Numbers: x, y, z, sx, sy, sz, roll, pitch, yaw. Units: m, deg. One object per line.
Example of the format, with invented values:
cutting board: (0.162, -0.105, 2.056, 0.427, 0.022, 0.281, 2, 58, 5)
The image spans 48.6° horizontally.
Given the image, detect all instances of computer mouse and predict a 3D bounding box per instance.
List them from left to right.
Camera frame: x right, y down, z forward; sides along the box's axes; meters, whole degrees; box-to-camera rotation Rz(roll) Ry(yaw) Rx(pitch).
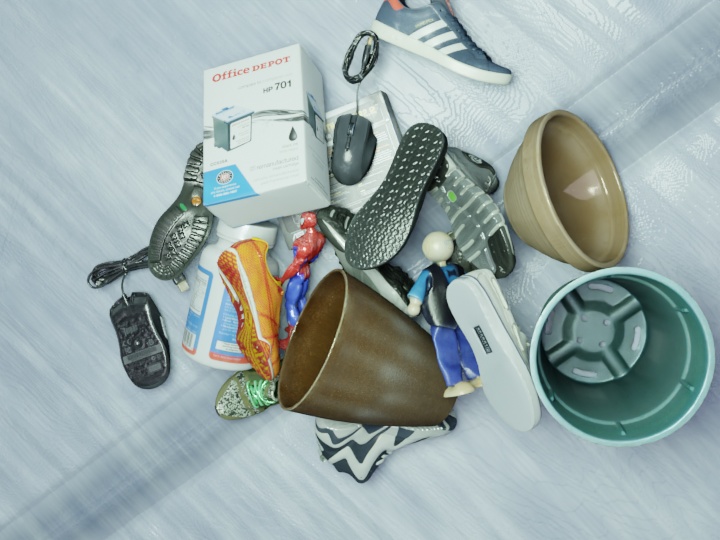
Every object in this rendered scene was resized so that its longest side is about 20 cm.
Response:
computer mouse: (-0.304, 0.064, 1.178, 0.140, 0.046, 0.201, -25, 86, 8)
computer mouse: (-0.006, -0.211, 1.038, 0.058, 0.034, 0.202, 7, 97, 12)

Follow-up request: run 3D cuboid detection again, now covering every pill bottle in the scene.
pill bottle: (-0.175, 0.028, 1.110, 0.111, 0.112, 0.202, 17, 100, 9)

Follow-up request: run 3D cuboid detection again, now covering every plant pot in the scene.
plant pot: (0.023, 0.122, 1.025, 0.199, 0.187, 0.188, 23, 102, -18)
plant pot: (0.243, -0.088, 0.992, 0.092, 0.200, 0.202, -22, 92, 42)
plant pot: (0.299, 0.089, 0.974, 0.198, 0.196, 0.202, 0, 94, 7)

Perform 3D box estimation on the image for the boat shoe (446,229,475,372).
boat shoe: (0.128, 0.045, 1.077, 0.071, 0.060, 0.204, 3, 97, 11)

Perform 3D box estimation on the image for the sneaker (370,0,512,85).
sneaker: (0.114, -0.308, 1.031, 0.199, 0.075, 0.085, 26, 105, 7)

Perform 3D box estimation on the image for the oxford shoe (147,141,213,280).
oxford shoe: (-0.234, -0.077, 1.121, 0.072, 0.084, 0.201, 27, 86, -2)

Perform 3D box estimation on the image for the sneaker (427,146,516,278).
sneaker: (0.158, -0.086, 1.023, 0.075, 0.115, 0.201, -43, 71, 39)

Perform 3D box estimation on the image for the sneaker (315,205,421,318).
sneaker: (0.000, 0.000, 1.068, 0.079, 0.074, 0.201, -27, 115, 26)

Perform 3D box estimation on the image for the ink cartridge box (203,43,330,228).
ink cartridge box: (-0.124, -0.173, 1.033, 0.145, 0.086, 0.202, -11, 69, 17)

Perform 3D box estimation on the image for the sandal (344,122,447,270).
sandal: (0.051, -0.085, 0.993, 0.075, 0.048, 0.201, 31, 92, 24)

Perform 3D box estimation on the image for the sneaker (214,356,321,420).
sneaker: (-0.127, 0.162, 1.127, 0.199, 0.089, 0.077, -26, 91, 13)

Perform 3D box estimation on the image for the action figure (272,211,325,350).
action figure: (-0.086, 0.011, 1.086, 0.051, 0.065, 0.201, 26, 120, 19)

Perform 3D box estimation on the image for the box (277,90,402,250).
box: (-0.032, -0.134, 1.094, 0.199, 0.048, 0.160, -20, 91, 13)

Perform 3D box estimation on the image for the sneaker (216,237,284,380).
sneaker: (-0.126, 0.054, 1.040, 0.073, 0.077, 0.202, 20, 126, 42)

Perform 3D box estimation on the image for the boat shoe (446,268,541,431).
boat shoe: (0.174, 0.092, 0.961, 0.071, 0.070, 0.201, -29, 87, 53)

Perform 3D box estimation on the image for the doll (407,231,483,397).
doll: (0.115, 0.050, 0.997, 0.048, 0.136, 0.202, -19, 84, 49)

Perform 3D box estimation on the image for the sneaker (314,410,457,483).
sneaker: (0.029, 0.236, 1.117, 0.197, 0.080, 0.130, -5, 135, -19)
